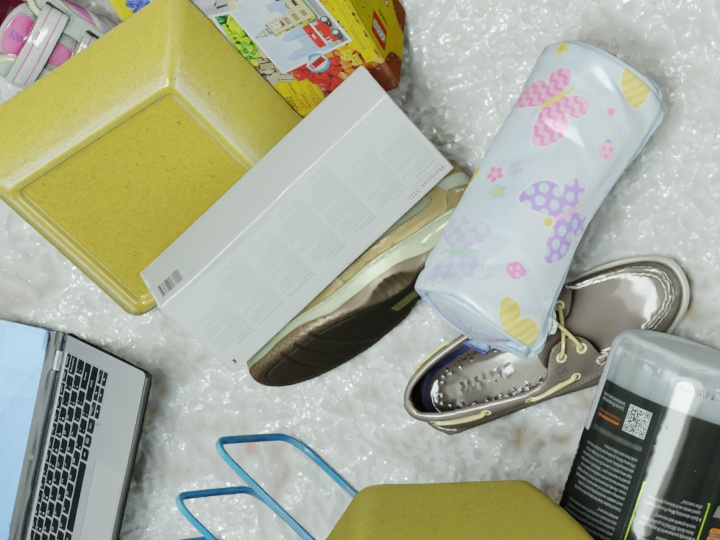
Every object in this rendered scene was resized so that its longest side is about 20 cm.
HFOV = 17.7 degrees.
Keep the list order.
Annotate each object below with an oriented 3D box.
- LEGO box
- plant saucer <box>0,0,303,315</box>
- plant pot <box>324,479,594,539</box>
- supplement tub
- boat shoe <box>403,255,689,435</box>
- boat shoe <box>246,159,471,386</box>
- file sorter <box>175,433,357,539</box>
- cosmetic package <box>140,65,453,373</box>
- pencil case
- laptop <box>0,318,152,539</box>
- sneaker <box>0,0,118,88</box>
[{"bbox_3d":[-0.079,-0.193,1.506,0.148,0.200,0.078,-16,43,21],"label":"LEGO box"},{"bbox_3d":[-0.138,-0.060,1.537,0.199,0.200,0.049,-31,37,20],"label":"plant saucer"},{"bbox_3d":[0.053,0.237,1.362,0.196,0.193,0.201,120,143,-51],"label":"plant pot"},{"bbox_3d":[0.186,0.147,1.439,0.122,0.122,0.201,21,98,20],"label":"supplement tub"},{"bbox_3d":[0.119,0.049,1.499,0.199,0.059,0.072,-26,80,20],"label":"boat shoe"},{"bbox_3d":[0.000,0.000,1.551,0.199,0.072,0.076,-34,64,11],"label":"boat shoe"},{"bbox_3d":[-0.084,0.222,1.542,0.123,0.139,0.200,41,104,21],"label":"file sorter"},{"bbox_3d":[-0.042,-0.033,1.506,0.200,0.083,0.051,-43,37,3],"label":"cosmetic package"},{"bbox_3d":[0.114,-0.046,1.459,0.090,0.083,0.201,22,78,25],"label":"pencil case"},{"bbox_3d":[-0.256,0.135,1.616,0.200,0.115,0.189,20,99,55],"label":"laptop"},{"bbox_3d":[-0.212,-0.151,1.617,0.199,0.088,0.082,27,100,19],"label":"sneaker"}]
